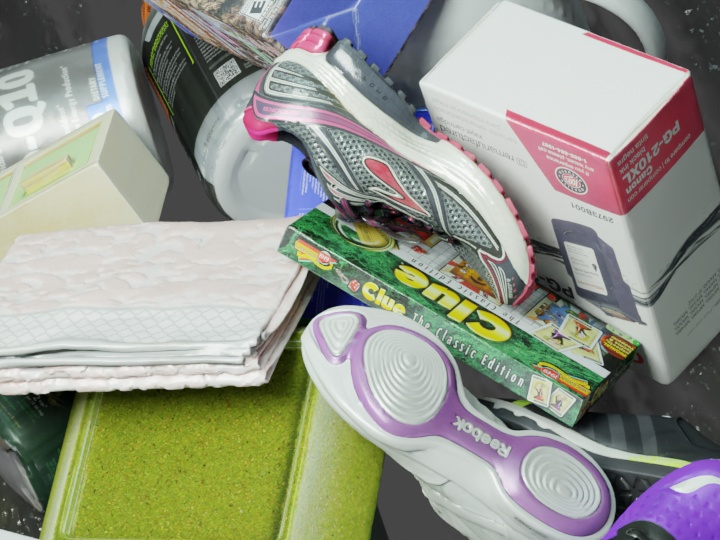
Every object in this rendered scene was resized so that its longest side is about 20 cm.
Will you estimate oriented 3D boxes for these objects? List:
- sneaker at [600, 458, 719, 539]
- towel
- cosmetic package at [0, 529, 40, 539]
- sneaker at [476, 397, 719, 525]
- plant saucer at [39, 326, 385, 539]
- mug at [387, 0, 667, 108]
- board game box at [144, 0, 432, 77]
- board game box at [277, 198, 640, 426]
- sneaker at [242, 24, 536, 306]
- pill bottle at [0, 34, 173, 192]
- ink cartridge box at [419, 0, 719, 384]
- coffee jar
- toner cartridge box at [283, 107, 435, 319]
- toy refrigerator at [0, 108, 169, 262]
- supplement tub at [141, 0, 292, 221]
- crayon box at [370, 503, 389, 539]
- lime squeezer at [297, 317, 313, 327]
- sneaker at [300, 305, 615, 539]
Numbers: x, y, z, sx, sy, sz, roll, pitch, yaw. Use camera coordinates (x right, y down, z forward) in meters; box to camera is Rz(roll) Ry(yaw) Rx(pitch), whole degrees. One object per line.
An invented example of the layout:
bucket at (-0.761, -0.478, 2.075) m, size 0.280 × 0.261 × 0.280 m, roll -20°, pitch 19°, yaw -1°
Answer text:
sneaker at (0.134, 0.177, 1.417) m, size 0.070 × 0.100 × 0.200 m, roll 43°, pitch 86°, yaw 13°
towel at (-0.130, 0.017, 1.572) m, size 0.200 × 0.032 × 0.191 m, roll -2°, pitch 23°, yaw 12°
cosmetic package at (-0.165, 0.253, 1.381) m, size 0.200 × 0.200 × 0.123 m, roll 11°, pitch 15°, yaw 27°
sneaker at (0.149, 0.116, 1.549) m, size 0.200 × 0.072 × 0.083 m, roll 19°, pitch 30°, yaw 32°
plant saucer at (-0.089, 0.106, 1.534) m, size 0.199 × 0.048 × 0.200 m, roll -1°, pitch 56°, yaw 18°
mug at (0.099, -0.145, 1.734) m, size 0.200 × 0.175 × 0.148 m, roll 4°, pitch 48°, yaw 22°
board game box at (-0.043, -0.211, 1.675) m, size 0.200 × 0.097 × 0.160 m, roll 27°, pitch 84°, yaw 48°
board game box at (0.059, 0.016, 1.576) m, size 0.200 × 0.023 × 0.105 m, roll 31°, pitch 30°, yaw 12°
sneaker at (0.021, -0.049, 1.565) m, size 0.200 × 0.081 × 0.075 m, roll 42°, pitch 81°, yaw 5°
pill bottle at (-0.236, -0.079, 1.824) m, size 0.200 × 0.114 × 0.114 m, roll -17°, pitch 43°, yaw 2°
ink cartridge box at (0.134, -0.044, 1.603) m, size 0.145 × 0.200 × 0.084 m, roll 26°, pitch 61°, yaw 36°
coffee jar at (-0.147, 0.055, 1.678) m, size 0.200 × 0.085 × 0.104 m, roll -35°, pitch 46°, yaw -17°
toner cartridge box at (0.000, 0.000, 1.665) m, size 0.095 × 0.043 × 0.200 m, roll 0°, pitch 68°, yaw 16°
toy refrigerator at (-0.226, -0.022, 1.739) m, size 0.200 × 0.070 × 0.076 m, roll -27°, pitch 26°, yaw 21°
supplement tub at (-0.074, -0.127, 1.813) m, size 0.122 × 0.123 × 0.200 m, roll -23°, pitch 44°, yaw -5°
crayon box at (-0.063, 0.218, 1.509) m, size 0.127 × 0.051 × 0.200 m, roll -1°, pitch 45°, yaw 17°
lime squeezer at (-0.033, 0.064, 1.599) m, size 0.071 × 0.038 × 0.200 m, roll -28°, pitch 54°, yaw -2°
sneaker at (0.043, 0.102, 1.507) m, size 0.200 × 0.100 × 0.075 m, roll 39°, pitch 58°, yaw 6°
